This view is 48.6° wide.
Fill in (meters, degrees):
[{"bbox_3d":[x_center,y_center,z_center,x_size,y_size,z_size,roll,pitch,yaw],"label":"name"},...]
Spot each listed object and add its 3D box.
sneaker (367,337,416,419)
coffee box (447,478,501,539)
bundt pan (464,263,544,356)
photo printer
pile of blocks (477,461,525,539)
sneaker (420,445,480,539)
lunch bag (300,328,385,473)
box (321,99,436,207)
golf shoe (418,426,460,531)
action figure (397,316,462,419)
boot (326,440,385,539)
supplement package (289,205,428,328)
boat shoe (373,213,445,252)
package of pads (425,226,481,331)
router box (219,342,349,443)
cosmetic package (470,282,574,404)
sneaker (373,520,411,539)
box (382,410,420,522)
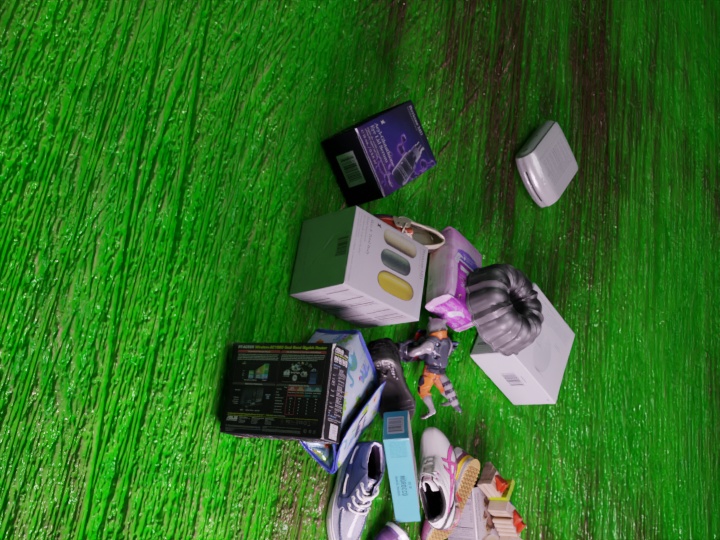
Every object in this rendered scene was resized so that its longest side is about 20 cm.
[{"bbox_3d":[0.058,0.208,1.551,0.115,0.076,0.200,-94,168,-54],"label":"sneaker"},{"bbox_3d":[0.244,0.545,1.670,0.113,0.079,0.202,5,78,-46],"label":"coffee box"},{"bbox_3d":[0.314,0.073,1.677,0.201,0.076,0.203,25,51,-36],"label":"bundt pan"},{"bbox_3d":[0.484,-0.274,2.089,0.200,0.069,0.167,-50,117,-38],"label":"photo printer"},{"bbox_3d":[0.309,0.491,1.646,0.082,0.062,0.202,-29,103,-47],"label":"pile of blocks"},{"bbox_3d":[0.165,0.455,1.622,0.075,0.090,0.201,33,85,-47],"label":"sneaker"},{"bbox_3d":[-0.044,0.232,1.421,0.170,0.127,0.201,-48,128,-42],"label":"lunch bag"},{"bbox_3d":[0.041,-0.237,1.607,0.200,0.104,0.149,-37,107,-42],"label":"box"},{"bbox_3d":[0.149,0.398,1.550,0.092,0.072,0.202,43,35,-57],"label":"golf shoe"},{"bbox_3d":[0.171,0.191,1.656,0.199,0.104,0.195,-9,95,-46],"label":"action figure"},{"bbox_3d":[-0.006,0.404,1.430,0.072,0.090,0.202,16,68,-27],"label":"boot"},{"bbox_3d":[0.000,0.000,1.483,0.199,0.150,0.153,27,63,-39],"label":"supplement package"},{"bbox_3d":[0.091,-0.076,1.655,0.199,0.062,0.072,14,74,-42],"label":"boat shoe"},{"bbox_3d":[0.202,0.017,1.713,0.120,0.075,0.201,37,44,-30],"label":"package of pads"},{"bbox_3d":[-0.123,0.195,1.285,0.062,0.198,0.151,35,58,-58],"label":"router box"},{"bbox_3d":[0.380,0.172,1.854,0.199,0.122,0.201,47,54,-28],"label":"cosmetic package"},{"bbox_3d":[0.076,0.578,1.514,0.087,0.076,0.201,-38,106,-27],"label":"sneaker"},{"bbox_3d":[0.078,0.367,1.491,0.082,0.049,0.201,-85,168,-62],"label":"box"}]
